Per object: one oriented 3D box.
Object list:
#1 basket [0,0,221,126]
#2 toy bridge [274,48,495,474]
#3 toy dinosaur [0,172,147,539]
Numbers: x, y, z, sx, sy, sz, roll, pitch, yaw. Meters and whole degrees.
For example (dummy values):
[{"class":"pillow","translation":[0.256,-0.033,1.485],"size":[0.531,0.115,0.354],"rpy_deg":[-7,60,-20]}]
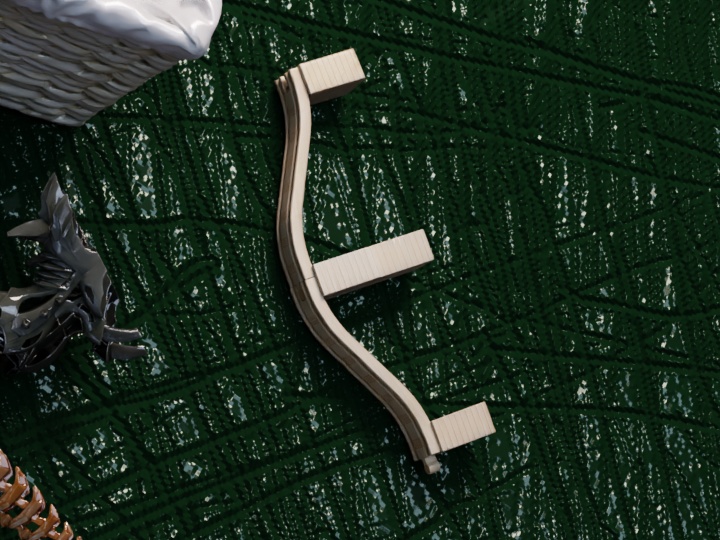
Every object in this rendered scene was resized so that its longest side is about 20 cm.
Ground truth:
[{"class":"basket","translation":[-0.159,-0.190,1.224],"size":[0.199,0.161,0.199],"rpy_deg":[20,68,-22]},{"class":"toy bridge","translation":[0.000,0.000,1.329],"size":[0.067,0.027,0.201],"rpy_deg":[-18,85,-27]},{"class":"toy dinosaur","translation":[-0.170,0.028,1.214],"size":[0.135,0.102,0.201],"rpy_deg":[-28,105,-6]}]
